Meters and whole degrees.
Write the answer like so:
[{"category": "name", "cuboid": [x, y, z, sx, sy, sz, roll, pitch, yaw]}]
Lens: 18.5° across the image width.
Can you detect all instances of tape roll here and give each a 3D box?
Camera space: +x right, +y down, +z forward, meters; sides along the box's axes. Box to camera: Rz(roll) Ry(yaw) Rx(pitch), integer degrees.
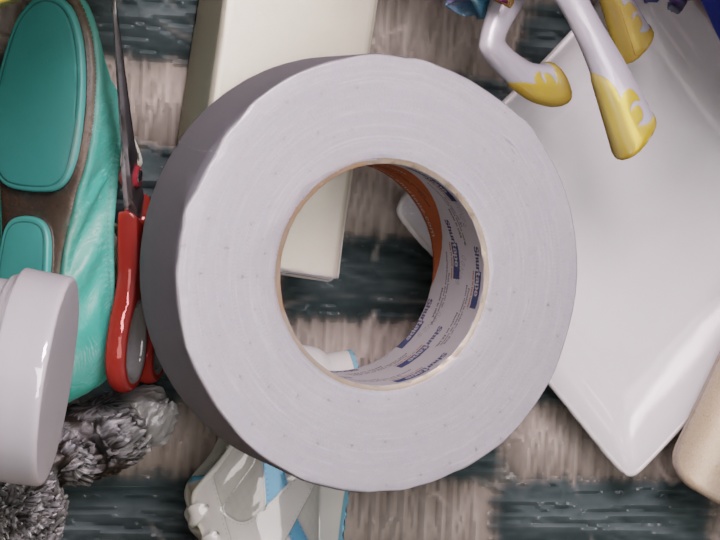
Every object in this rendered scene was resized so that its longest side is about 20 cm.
[{"category": "tape roll", "cuboid": [0.000, 0.000, 1.032, 0.199, 0.066, 0.202, -2, 95, -21]}]

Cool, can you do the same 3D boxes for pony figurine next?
[{"category": "pony figurine", "cuboid": [0.099, -0.183, 1.067, 0.200, 0.166, 0.194, 46, 65, -27]}]

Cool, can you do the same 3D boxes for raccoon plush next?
[{"category": "raccoon plush", "cuboid": [-0.161, 0.152, 1.053, 0.199, 0.097, 0.135, -17, 106, -16]}]

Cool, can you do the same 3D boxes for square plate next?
[{"category": "square plate", "cuboid": [0.145, -0.030, 1.165, 0.200, 0.028, 0.198, -45, 105, -10]}]

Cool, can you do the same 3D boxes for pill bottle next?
[{"category": "pill bottle", "cuboid": [-0.231, 0.035, 0.980, 0.198, 0.116, 0.117, 8, 91, 1]}]

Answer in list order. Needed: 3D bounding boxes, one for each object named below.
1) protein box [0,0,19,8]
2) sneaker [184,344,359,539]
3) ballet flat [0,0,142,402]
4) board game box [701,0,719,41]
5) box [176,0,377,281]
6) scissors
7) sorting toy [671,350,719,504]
[{"category": "protein box", "cuboid": [-0.188, -0.176, 0.962, 0.197, 0.200, 0.136, -23, 100, -14]}, {"category": "sneaker", "cuboid": [-0.050, 0.136, 1.096, 0.080, 0.076, 0.202, 7, 85, -9]}, {"category": "ballet flat", "cuboid": [-0.140, -0.033, 1.063, 0.070, 0.067, 0.202, 0, 97, -54]}, {"category": "board game box", "cuboid": [0.225, -0.160, 1.101, 0.135, 0.045, 0.200, -64, 144, -21]}, {"category": "box", "cuboid": [-0.041, -0.100, 1.082, 0.082, 0.068, 0.202, 10, 91, -18]}, {"category": "scissors", "cuboid": [-0.107, -0.036, 1.049, 0.014, 0.073, 0.202, 5, 108, 15]}, {"category": "sorting toy", "cuboid": [0.282, 0.069, 1.193, 0.199, 0.036, 0.186, 28, 86, -27]}]
